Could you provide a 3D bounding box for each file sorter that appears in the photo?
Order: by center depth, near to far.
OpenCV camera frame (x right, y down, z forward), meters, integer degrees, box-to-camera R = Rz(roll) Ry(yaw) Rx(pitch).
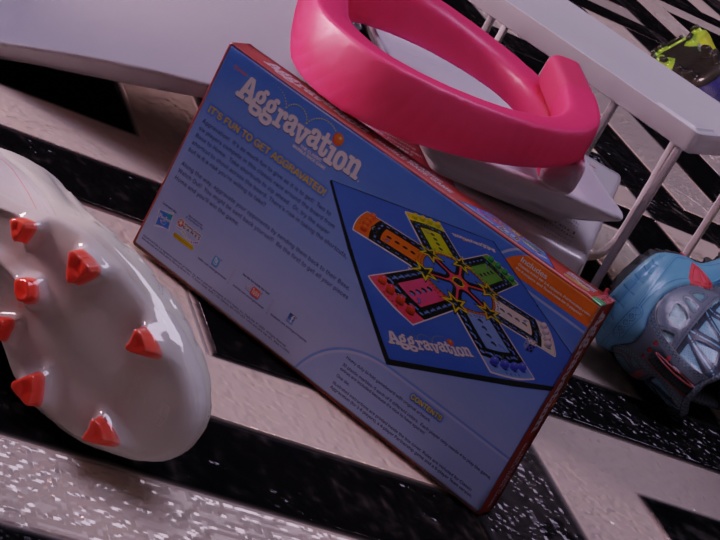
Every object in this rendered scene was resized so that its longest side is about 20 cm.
[{"bbox_3d":[0.118,-0.082,1.129,0.200,0.125,0.138,38,20,24],"label":"file sorter"}]

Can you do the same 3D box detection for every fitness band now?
[{"bbox_3d":[0.037,-0.092,0.859,0.143,0.038,0.200,22,19,-8],"label":"fitness band"}]

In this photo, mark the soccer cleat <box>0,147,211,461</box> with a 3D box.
[{"bbox_3d":[-0.115,-0.002,0.687,0.200,0.070,0.077,36,17,28],"label":"soccer cleat"}]

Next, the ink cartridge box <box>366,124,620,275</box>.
[{"bbox_3d":[0.047,-0.030,0.960,0.145,0.085,0.200,30,17,4],"label":"ink cartridge box"}]

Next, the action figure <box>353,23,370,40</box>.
[{"bbox_3d":[-0.042,-0.140,1.085,0.118,0.103,0.200,16,18,4],"label":"action figure"}]

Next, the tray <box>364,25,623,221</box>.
[{"bbox_3d":[0.055,-0.076,0.924,0.107,0.022,0.200,20,21,-18],"label":"tray"}]

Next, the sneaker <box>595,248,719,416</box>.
[{"bbox_3d":[0.204,0.044,1.037,0.199,0.079,0.096,-5,51,-48],"label":"sneaker"}]

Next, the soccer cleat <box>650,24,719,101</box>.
[{"bbox_3d":[0.330,-0.183,1.815,0.084,0.064,0.200,55,9,-15],"label":"soccer cleat"}]

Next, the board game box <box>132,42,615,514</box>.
[{"bbox_3d":[0.000,0.000,0.785,0.200,0.103,0.019,37,21,22],"label":"board game box"}]

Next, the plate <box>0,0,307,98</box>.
[{"bbox_3d":[-0.100,-0.152,0.999,0.198,0.033,0.201,11,42,8],"label":"plate"}]
